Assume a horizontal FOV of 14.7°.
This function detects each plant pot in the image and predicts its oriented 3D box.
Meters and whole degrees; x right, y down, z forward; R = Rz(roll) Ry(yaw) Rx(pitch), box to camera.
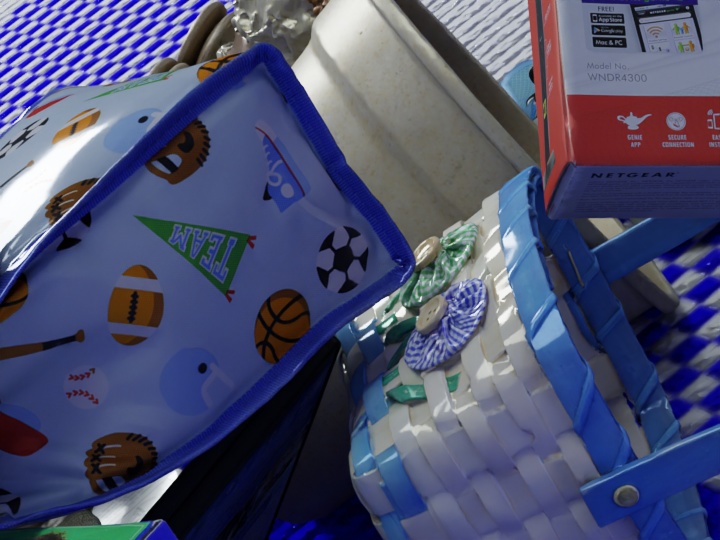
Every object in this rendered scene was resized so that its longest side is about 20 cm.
[{"bbox_3d":[0.000,0.000,1.170,0.183,0.200,0.201,-43,21,8],"label":"plant pot"}]

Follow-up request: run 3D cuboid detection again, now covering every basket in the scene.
[{"bbox_3d":[0.094,0.036,0.997,0.199,0.139,0.176,-25,23,6],"label":"basket"}]

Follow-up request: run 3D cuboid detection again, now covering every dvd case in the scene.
[{"bbox_3d":[-0.070,0.121,1.051,0.143,0.018,0.200,-50,-12,-36],"label":"dvd case"}]

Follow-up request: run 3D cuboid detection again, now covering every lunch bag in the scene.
[{"bbox_3d":[-0.113,0.017,0.987,0.200,0.124,0.170,-43,18,-24],"label":"lunch bag"}]

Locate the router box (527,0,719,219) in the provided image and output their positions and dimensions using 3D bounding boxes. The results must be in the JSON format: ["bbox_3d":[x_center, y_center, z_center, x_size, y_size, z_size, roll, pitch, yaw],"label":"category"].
[{"bbox_3d":[0.158,-0.109,0.992,0.199,0.180,0.049,-1,-22,-7],"label":"router box"}]

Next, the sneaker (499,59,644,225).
[{"bbox_3d":[0.114,-0.081,1.278,0.078,0.090,0.200,-37,21,-11],"label":"sneaker"}]

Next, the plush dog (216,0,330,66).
[{"bbox_3d":[-0.024,-0.097,1.335,0.160,0.173,0.200,5,17,-12],"label":"plush dog"}]

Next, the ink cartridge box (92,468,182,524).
[{"bbox_3d":[-0.138,0.148,1.219,0.160,0.047,0.200,-41,27,-21],"label":"ink cartridge box"}]

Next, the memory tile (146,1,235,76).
[{"bbox_3d":[-0.110,-0.028,1.404,0.153,0.017,0.200,-54,-15,-43],"label":"memory tile"}]

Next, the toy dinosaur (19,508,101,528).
[{"bbox_3d":[-0.138,0.078,1.190,0.102,0.200,0.077,-41,-23,14],"label":"toy dinosaur"}]

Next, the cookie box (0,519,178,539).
[{"bbox_3d":[-0.107,0.174,0.945,0.200,0.172,0.075,-9,30,46],"label":"cookie box"}]
